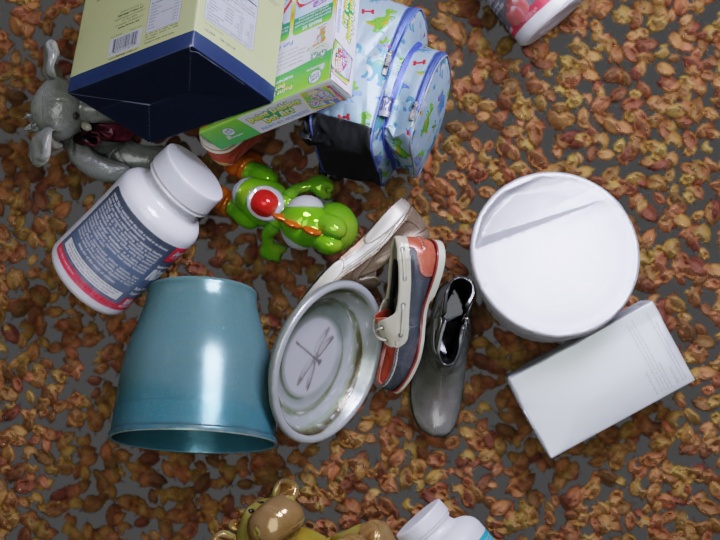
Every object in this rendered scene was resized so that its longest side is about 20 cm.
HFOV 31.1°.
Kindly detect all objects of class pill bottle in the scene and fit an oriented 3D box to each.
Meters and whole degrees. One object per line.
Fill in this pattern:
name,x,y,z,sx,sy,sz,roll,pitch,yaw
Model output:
pill bottle,0.132,0.374,1.553,0.111,0.111,0.200,-40,87,2
pill bottle,0.176,-0.380,1.556,0.111,0.111,0.200,-38,87,3
pill bottle,-0.264,-0.052,1.556,0.200,0.120,0.120,-42,87,17

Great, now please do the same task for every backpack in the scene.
backpack,0.029,-0.213,1.529,0.146,0.183,0.201,13,79,10

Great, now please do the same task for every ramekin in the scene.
ramekin,0.225,-0.008,1.537,0.201,0.094,0.204,0,72,0

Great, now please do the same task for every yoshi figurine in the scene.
yoshi figurine,-0.082,-0.069,1.569,0.199,0.113,0.112,29,52,33

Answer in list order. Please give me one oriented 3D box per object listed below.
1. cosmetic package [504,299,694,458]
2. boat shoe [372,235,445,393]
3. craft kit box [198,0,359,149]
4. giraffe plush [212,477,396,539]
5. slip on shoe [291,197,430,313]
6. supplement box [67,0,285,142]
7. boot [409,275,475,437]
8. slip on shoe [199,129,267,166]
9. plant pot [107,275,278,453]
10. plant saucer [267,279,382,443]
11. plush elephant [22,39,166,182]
cosmetic package,0.285,0.130,1.561,0.199,0.081,0.113,-27,88,4
boat shoe,0.047,0.053,1.559,0.062,0.071,0.201,6,110,-24
craft kit box,-0.091,-0.258,1.486,0.199,0.048,0.199,-16,54,35
giraffe plush,-0.080,0.335,1.563,0.162,0.172,0.200,49,127,13
slip on shoe,0.000,0.000,1.587,0.200,0.076,0.061,-45,93,-5
supplement box,-0.203,-0.281,1.464,0.199,0.134,0.201,-12,62,35
boot,0.097,0.105,1.546,0.067,0.131,0.202,8,90,3
slip on shoe,-0.124,-0.206,1.582,0.074,0.061,0.200,28,64,18
plant pot,-0.195,0.112,1.545,0.198,0.200,0.189,0,74,4
plant saucer,-0.053,0.104,1.546,0.050,0.200,0.201,18,91,36
plush elephant,-0.331,-0.191,1.563,0.198,0.155,0.166,0,89,3
